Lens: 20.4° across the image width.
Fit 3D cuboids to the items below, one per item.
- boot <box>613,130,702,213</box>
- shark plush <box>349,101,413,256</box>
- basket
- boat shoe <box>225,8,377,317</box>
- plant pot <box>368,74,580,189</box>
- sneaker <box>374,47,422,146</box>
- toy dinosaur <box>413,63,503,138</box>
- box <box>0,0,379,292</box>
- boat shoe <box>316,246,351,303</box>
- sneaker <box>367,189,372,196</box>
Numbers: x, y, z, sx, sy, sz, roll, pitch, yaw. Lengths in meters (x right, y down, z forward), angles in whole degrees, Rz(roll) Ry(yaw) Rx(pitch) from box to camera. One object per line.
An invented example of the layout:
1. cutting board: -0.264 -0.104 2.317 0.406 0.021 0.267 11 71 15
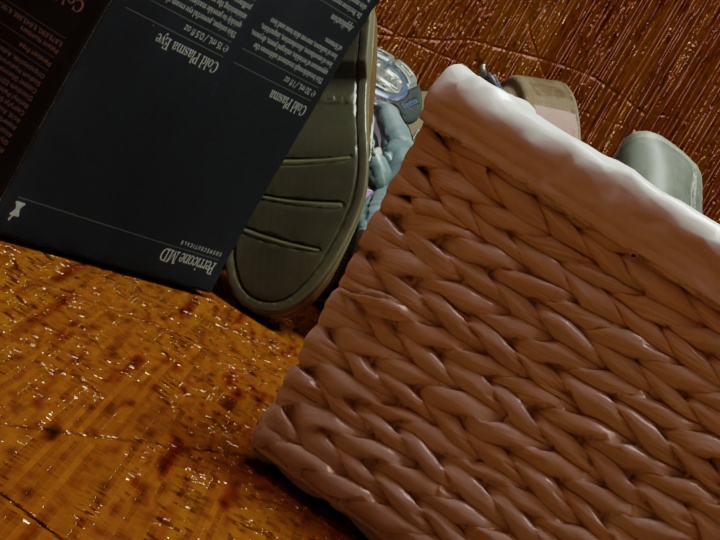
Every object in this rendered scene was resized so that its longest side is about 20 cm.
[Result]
1. boot: 0.157 0.010 1.096 0.072 0.201 0.182 6 -27 15
2. shark plush: 0.028 -0.046 1.128 0.083 0.091 0.200 53 31 -28
3. basket: 0.099 0.051 0.749 0.199 0.161 0.198 32 6 20
4. boat shoe: -0.023 -0.063 1.067 0.072 0.201 0.068 11 -17 9
5. plant pot: 0.056 -0.063 1.519 0.174 0.201 0.200 12 10 -12
6. sneaker: -0.060 -0.131 1.309 0.200 0.087 0.075 35 40 4
7. toy dinosaur: 0.032 -0.056 1.341 0.105 0.181 0.200 55 13 1
8. box: -0.108 -0.104 0.924 0.104 0.183 0.200 32 5 26
9. boat shoe: 0.000 0.000 1.206 0.199 0.073 0.072 21 9 6
10. sneaker: -0.040 -0.035 1.298 0.200 0.073 0.114 21 1 44
